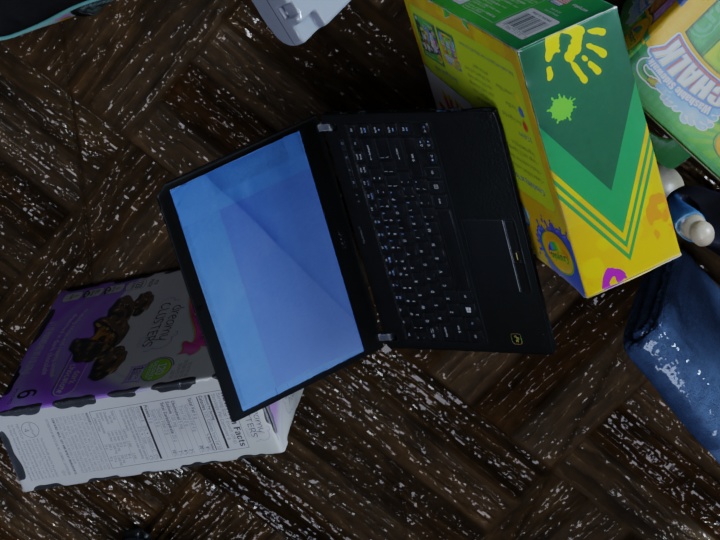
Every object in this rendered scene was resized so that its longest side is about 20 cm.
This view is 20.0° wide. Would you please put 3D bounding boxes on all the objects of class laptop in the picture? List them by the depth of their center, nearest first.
[{"bbox_3d":[0.000,0.000,1.288,0.198,0.103,0.179,2,123,30],"label":"laptop"}]

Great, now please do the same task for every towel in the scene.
[{"bbox_3d":[0.257,0.090,1.410,0.048,0.112,0.200,-30,109,36],"label":"towel"}]

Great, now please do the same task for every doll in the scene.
[{"bbox_3d":[0.262,-0.022,1.345,0.199,0.136,0.049,23,101,32],"label":"doll"}]

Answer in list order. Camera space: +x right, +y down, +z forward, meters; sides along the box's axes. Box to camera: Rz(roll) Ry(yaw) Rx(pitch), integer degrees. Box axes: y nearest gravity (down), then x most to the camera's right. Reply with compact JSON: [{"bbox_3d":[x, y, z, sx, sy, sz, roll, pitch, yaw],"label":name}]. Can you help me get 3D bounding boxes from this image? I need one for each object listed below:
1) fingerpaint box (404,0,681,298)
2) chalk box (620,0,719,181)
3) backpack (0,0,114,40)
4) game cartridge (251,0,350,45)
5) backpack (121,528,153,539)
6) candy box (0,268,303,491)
[{"bbox_3d":[0.111,-0.099,1.286,0.073,0.200,0.168,-23,114,-11],"label":"fingerpaint box"},{"bbox_3d":[0.238,-0.141,1.280,0.124,0.124,0.200,38,119,-10],"label":"chalk box"},{"bbox_3d":[-0.207,-0.248,1.301,0.199,0.154,0.177,-23,111,24],"label":"backpack"},{"bbox_3d":[-0.054,-0.259,1.276,0.040,0.133,0.201,-2,126,52],"label":"game cartridge"},{"bbox_3d":[-0.146,0.332,1.620,0.181,0.135,0.201,19,123,3],"label":"backpack"},{"bbox_3d":[-0.137,0.068,1.451,0.198,0.168,0.072,-11,118,17],"label":"candy box"}]
